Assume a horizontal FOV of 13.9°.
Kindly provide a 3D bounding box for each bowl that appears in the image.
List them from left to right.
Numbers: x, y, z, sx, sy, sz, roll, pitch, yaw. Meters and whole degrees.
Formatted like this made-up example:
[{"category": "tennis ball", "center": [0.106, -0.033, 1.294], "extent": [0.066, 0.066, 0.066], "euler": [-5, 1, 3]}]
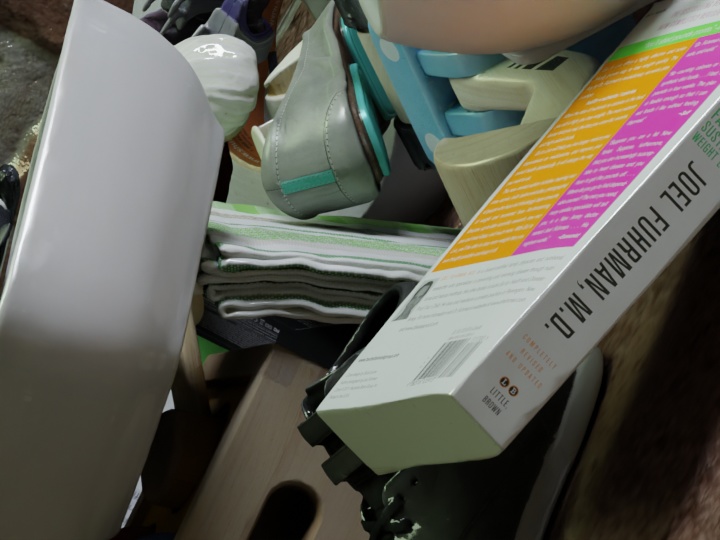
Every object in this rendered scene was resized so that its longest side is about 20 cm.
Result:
[{"category": "bowl", "center": [-0.111, 0.017, 1.186], "extent": [0.200, 0.074, 0.200], "euler": [114, 169, -48]}]

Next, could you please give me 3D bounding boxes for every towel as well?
[{"category": "towel", "center": [0.000, 0.000, 1.261], "extent": [0.200, 0.149, 0.031], "euler": [-129, 47, -81]}]

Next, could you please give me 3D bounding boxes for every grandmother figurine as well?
[{"category": "grandmother figurine", "center": [-0.086, -0.051, 1.418], "extent": [0.060, 0.122, 0.200], "euler": [-21, -19, -23]}]

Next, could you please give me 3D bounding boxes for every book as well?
[{"category": "book", "center": [0.079, -0.018, 0.993], "extent": [0.200, 0.048, 0.134], "euler": [-47, 9, -17]}]

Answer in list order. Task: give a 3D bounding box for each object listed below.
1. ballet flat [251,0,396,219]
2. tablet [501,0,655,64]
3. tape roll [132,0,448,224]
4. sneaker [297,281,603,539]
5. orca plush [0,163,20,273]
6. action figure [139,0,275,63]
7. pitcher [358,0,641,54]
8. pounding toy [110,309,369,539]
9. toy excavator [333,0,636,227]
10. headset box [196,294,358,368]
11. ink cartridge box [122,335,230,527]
[{"category": "ballet flat", "center": [-0.018, -0.078, 1.355], "extent": [0.063, 0.068, 0.200], "euler": [-20, 18, 10]}, {"category": "tablet", "center": [0.080, -0.142, 1.213], "extent": [0.130, 0.014, 0.200], "euler": [-29, 27, -10]}, {"category": "tape roll", "center": [-0.031, -0.108, 1.536], "extent": [0.066, 0.200, 0.200], "euler": [-14, -32, -45]}, {"category": "sneaker", "center": [0.012, 0.093, 1.059], "extent": [0.071, 0.099, 0.201], "euler": [-42, 24, 59]}, {"category": "orca plush", "center": [-0.186, 0.005, 1.219], "extent": [0.200, 0.071, 0.106], "euler": [-113, 37, -79]}, {"category": "action figure", "center": [-0.043, -0.173, 1.437], "extent": [0.069, 0.130, 0.200], "euler": [-11, -38, -44]}, {"category": "pitcher", "center": [0.093, -0.146, 1.069], "extent": [0.199, 0.122, 0.172], "euler": [-19, 20, -4]}, {"category": "pounding toy", "center": [-0.053, 0.097, 1.255], "extent": [0.201, 0.142, 0.184], "euler": [-65, 10, -9]}, {"category": "toy excavator", "center": [0.067, -0.089, 1.237], "extent": [0.194, 0.100, 0.200], "euler": [-38, 24, -27]}, {"category": "headset box", "center": [-0.112, 0.078, 1.591], "extent": [0.200, 0.148, 0.077], "euler": [-54, 12, 36]}, {"category": "ink cartridge box", "center": [-0.104, 0.131, 1.417], "extent": [0.084, 0.146, 0.200], "euler": [-51, 15, 49]}]
